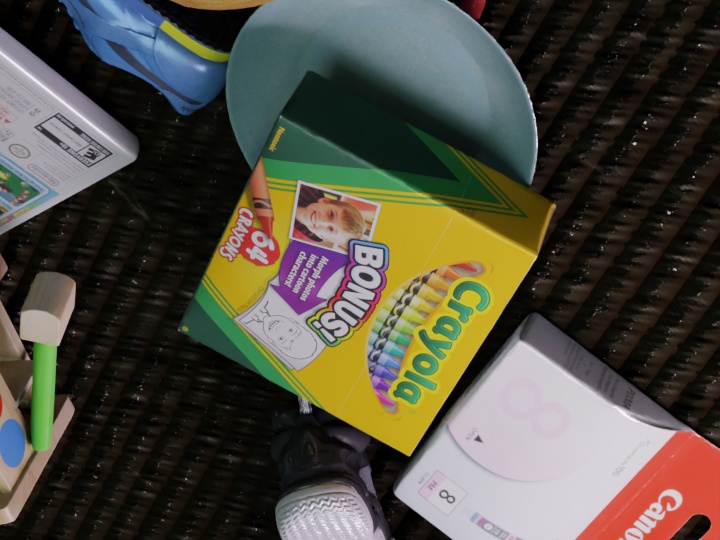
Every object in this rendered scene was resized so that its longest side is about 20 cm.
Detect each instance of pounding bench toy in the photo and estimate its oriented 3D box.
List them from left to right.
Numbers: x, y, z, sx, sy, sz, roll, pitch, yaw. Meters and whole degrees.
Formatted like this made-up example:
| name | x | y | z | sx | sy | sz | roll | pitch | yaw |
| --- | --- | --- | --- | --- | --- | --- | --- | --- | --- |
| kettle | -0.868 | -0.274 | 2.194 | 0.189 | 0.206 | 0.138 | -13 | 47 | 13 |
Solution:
| name | x | y | z | sx | sy | sz | roll | pitch | yaw |
| --- | --- | --- | --- | --- | --- | --- | --- | --- | --- |
| pounding bench toy | -0.260 | 0.089 | 1.414 | 0.198 | 0.125 | 0.157 | -8 | 123 | 24 |

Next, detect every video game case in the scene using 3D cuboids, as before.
| name | x | y | z | sx | sy | sz | roll | pitch | yaw |
| --- | --- | --- | --- | --- | --- | --- | --- | --- | --- |
| video game case | -0.275 | -0.096 | 1.336 | 0.181 | 0.024 | 0.200 | -25 | 135 | 30 |

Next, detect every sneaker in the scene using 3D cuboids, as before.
| name | x | y | z | sx | sy | sz | roll | pitch | yaw |
| --- | --- | --- | --- | --- | --- | --- | --- | --- | --- |
| sneaker | -0.166 | -0.172 | 1.280 | 0.200 | 0.066 | 0.079 | 39 | 127 | -3 |
| sneaker | -0.014 | 0.153 | 1.400 | 0.075 | 0.115 | 0.200 | -9 | 151 | 6 |

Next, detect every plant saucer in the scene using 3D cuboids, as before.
| name | x | y | z | sx | sy | sz | roll | pitch | yaw |
| --- | --- | --- | --- | --- | --- | --- | --- | --- | --- |
| plant saucer | 0.017 | -0.100 | 1.259 | 0.199 | 0.039 | 0.202 | 12 | 129 | 15 |

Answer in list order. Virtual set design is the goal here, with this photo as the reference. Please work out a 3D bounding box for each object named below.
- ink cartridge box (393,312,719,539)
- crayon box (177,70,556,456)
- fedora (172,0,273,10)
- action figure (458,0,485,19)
| name | x | y | z | sx | sy | sz | roll | pitch | yaw |
| --- | --- | --- | --- | --- | --- | --- | --- | --- | --- |
| ink cartridge box | 0.144 | 0.144 | 1.351 | 0.200 | 0.057 | 0.163 | 39 | 124 | 2 |
| crayon box | 0.000 | 0.000 | 1.277 | 0.172 | 0.058 | 0.201 | 29 | 133 | 0 |
| fedora | -0.076 | -0.249 | 1.170 | 0.199 | 0.082 | 0.203 | -2 | 100 | -13 |
| action figure | 0.098 | -0.231 | 1.161 | 0.065 | 0.052 | 0.200 | 37 | 121 | 2 |
